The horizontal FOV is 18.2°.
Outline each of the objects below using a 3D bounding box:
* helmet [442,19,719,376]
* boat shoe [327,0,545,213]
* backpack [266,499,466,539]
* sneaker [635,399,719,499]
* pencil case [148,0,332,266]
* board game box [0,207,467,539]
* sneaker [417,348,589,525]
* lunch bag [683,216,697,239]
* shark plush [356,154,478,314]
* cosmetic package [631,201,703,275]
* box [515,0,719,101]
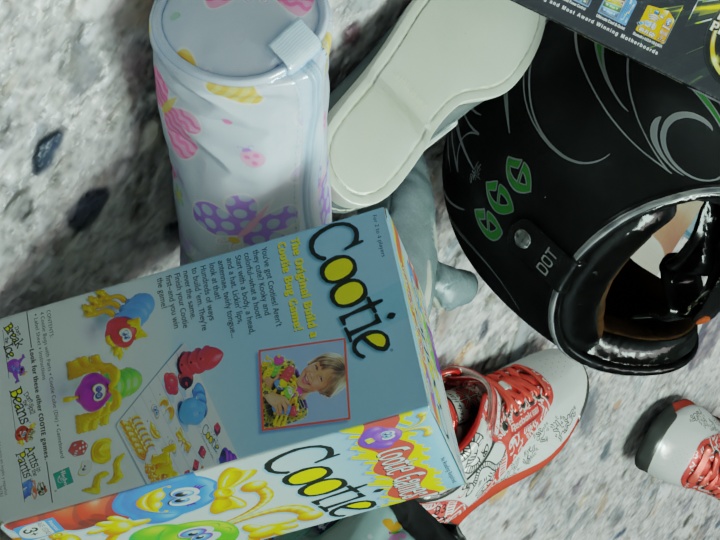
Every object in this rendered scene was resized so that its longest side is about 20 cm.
[{"bbox_3d":[0.143,-0.057,1.287,0.198,0.191,0.201,-14,139,-13],"label":"helmet"},{"bbox_3d":[0.026,-0.100,1.201,0.062,0.073,0.200,-18,-155,53],"label":"boat shoe"},{"bbox_3d":[-0.044,0.218,1.302,0.200,0.153,0.176,-45,168,-30],"label":"backpack"},{"bbox_3d":[0.315,0.170,1.929,0.068,0.108,0.201,-59,154,7],"label":"sneaker"},{"bbox_3d":[-0.050,-0.054,1.059,0.083,0.091,0.201,-28,145,-19],"label":"pencil case"},{"bbox_3d":[-0.063,0.063,1.039,0.198,0.106,0.103,-16,152,6],"label":"board game box"},{"bbox_3d":[0.091,0.095,1.510,0.201,0.067,0.108,-38,151,-29],"label":"sneaker"},{"bbox_3d":[0.324,-0.092,1.670,0.160,0.082,0.201,-10,135,-60],"label":"lunch bag"},{"bbox_3d":[0.000,0.000,1.191,0.200,0.090,0.084,-49,148,-57],"label":"shark plush"},{"bbox_3d":[0.177,-0.073,1.444,0.201,0.087,0.103,-58,154,2],"label":"cosmetic package"},{"bbox_3d":[0.163,-0.188,1.160,0.162,0.199,0.049,-64,-167,7],"label":"box"}]
